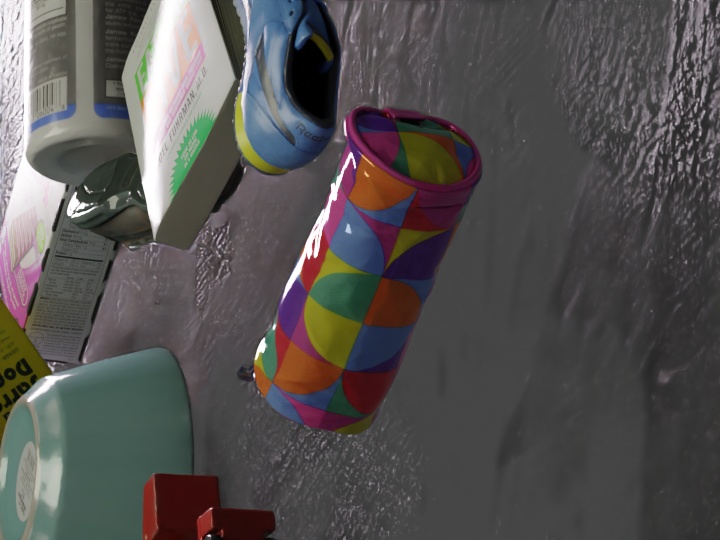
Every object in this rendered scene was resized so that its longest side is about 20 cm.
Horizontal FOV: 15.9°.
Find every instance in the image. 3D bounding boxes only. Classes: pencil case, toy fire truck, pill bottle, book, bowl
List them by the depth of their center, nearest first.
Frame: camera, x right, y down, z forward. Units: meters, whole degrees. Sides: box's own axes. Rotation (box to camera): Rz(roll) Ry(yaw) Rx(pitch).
[{"bbox_3d":[0.000,0.000,1.451,0.089,0.088,0.201,-108,34,-45],"label":"pencil case"},{"bbox_3d":[-0.097,0.217,1.675,0.141,0.048,0.201,136,135,-59],"label":"toy fire truck"},{"bbox_3d":[-0.112,-0.124,1.752,0.134,0.048,0.200,-59,27,27],"label":"book"},{"bbox_3d":[-0.201,0.152,1.877,0.201,0.104,0.202,-173,90,-69],"label":"bowl"},{"bbox_3d":[-0.195,-0.174,1.936,0.114,0.113,0.201,141,131,-60],"label":"pill bottle"}]

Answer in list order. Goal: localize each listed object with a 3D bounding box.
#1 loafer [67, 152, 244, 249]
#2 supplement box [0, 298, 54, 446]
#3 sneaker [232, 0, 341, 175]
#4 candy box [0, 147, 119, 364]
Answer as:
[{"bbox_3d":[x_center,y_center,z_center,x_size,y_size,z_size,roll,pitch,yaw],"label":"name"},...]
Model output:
[{"bbox_3d":[-0.134,-0.053,1.840,0.199,0.063,0.072,-9,48,54],"label":"loafer"},{"bbox_3d":[-0.316,0.097,2.046,0.201,0.109,0.109,54,150,2],"label":"supplement box"},{"bbox_3d":[-0.041,-0.161,1.627,0.078,0.066,0.201,-31,55,49],"label":"sneaker"},{"bbox_3d":[-0.238,-0.044,2.078,0.137,0.061,0.201,-111,35,-48],"label":"candy box"}]
